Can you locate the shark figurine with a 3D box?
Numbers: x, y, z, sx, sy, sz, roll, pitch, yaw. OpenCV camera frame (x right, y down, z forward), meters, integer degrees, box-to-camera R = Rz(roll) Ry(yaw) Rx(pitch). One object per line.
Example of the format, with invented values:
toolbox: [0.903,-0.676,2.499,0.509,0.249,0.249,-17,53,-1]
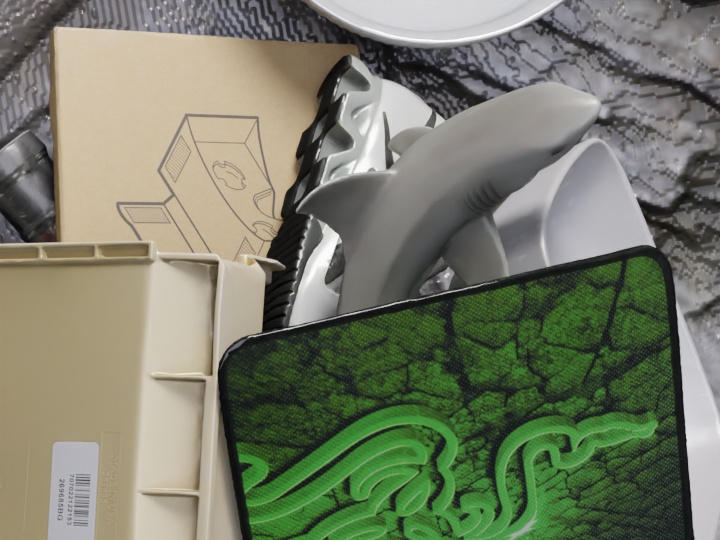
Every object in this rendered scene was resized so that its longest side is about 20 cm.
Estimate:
shark figurine: [0.005,0.004,0.701,0.089,0.128,0.215,17,98,-42]

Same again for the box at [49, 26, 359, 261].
box: [-0.070,-0.019,0.810,0.163,0.021,0.200,0,79,-22]

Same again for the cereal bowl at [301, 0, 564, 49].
cereal bowl: [0.033,-0.208,0.819,0.200,0.083,0.200,0,94,-5]

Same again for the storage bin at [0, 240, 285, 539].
storage bin: [-0.131,0.091,0.700,0.198,0.094,0.200,-1,82,25]

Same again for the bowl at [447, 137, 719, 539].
bowl: [0.109,0.050,0.803,0.075,0.200,0.200,-21,100,24]

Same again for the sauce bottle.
sauce bottle: [-0.116,0.016,0.832,0.066,0.066,0.200,-39,96,-2]

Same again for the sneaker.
sneaker: [0.000,0.000,0.783,0.088,0.074,0.200,25,72,-17]

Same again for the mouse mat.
mouse mat: [0.046,0.084,0.670,0.200,0.008,0.161,-12,106,-16]
